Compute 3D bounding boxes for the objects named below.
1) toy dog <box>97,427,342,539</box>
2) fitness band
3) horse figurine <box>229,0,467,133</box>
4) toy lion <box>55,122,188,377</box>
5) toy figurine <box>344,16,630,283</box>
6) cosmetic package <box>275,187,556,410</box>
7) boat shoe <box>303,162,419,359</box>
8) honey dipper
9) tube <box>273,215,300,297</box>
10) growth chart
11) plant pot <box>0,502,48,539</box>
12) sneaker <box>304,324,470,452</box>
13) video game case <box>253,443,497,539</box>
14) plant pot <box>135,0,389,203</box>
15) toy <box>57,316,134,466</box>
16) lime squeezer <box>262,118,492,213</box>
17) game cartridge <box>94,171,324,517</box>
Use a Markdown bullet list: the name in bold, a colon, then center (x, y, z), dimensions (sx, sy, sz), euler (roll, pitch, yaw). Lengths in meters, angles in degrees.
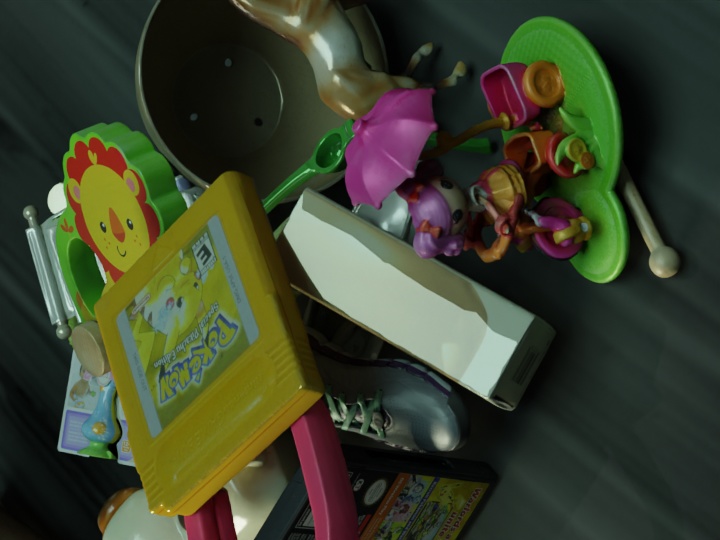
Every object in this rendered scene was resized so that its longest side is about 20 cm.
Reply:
- **toy dog**: center (-0.110, 0.198, 1.706), dimensions (0.200, 0.194, 0.140), euler (-34, 75, 23)
- **fitness band**: center (-0.063, 0.170, 1.530), dimensions (0.144, 0.037, 0.200), euler (-39, 52, 33)
- **horse figurine**: center (-0.004, -0.172, 1.669), dimensions (0.200, 0.132, 0.050), euler (60, 156, -1)
- **toy lion**: center (-0.189, -0.021, 1.737), dimensions (0.200, 0.069, 0.192), euler (-14, 100, 57)
- **toy figurine**: center (0.078, -0.067, 1.549), dimensions (0.150, 0.184, 0.201), euler (-22, 83, 61)
- **cosmetic package**: center (0.037, 0.022, 1.606), dimensions (0.200, 0.105, 0.071), euler (30, 90, 18)
- **boat shoe**: center (0.000, 0.000, 1.703), dimensions (0.071, 0.069, 0.201), euler (28, 104, 37)
- **honey dipper**: center (0.184, -0.084, 1.586), dimensions (0.038, 0.038, 0.200), euler (-37, 68, 31)
- **tube**: center (-0.085, 0.019, 1.777), dimensions (0.052, 0.058, 0.200), euler (46, 124, -2)
- **growth chart**: center (-0.194, -0.022, 1.860), dimensions (0.199, 0.018, 0.145), euler (-14, 74, 17)
- **plant pot**: center (-0.329, 0.291, 1.880), dimensions (0.198, 0.200, 0.201), euler (22, 100, 31)
- **sneaker**: center (-0.014, 0.104, 1.620), dimensions (0.200, 0.087, 0.075), euler (17, 124, 38)
- **video game case**: center (-0.012, 0.218, 1.623), dimensions (0.026, 0.180, 0.200), euler (48, 115, 40)
- **plant pot**: center (-0.092, -0.145, 1.735), dimensions (0.134, 0.200, 0.201), euler (161, 109, -72)
- **toy**: center (-0.221, 0.066, 1.893), dimensions (0.115, 0.047, 0.201), euler (7, 91, 38)
- **lime squeezer**: center (-0.002, -0.088, 1.645), dimensions (0.199, 0.071, 0.038), euler (-19, 64, -2)
- **game cartridge**: center (-0.115, 0.056, 1.576), dimensions (0.176, 0.032, 0.200), euler (-44, 47, 29)
